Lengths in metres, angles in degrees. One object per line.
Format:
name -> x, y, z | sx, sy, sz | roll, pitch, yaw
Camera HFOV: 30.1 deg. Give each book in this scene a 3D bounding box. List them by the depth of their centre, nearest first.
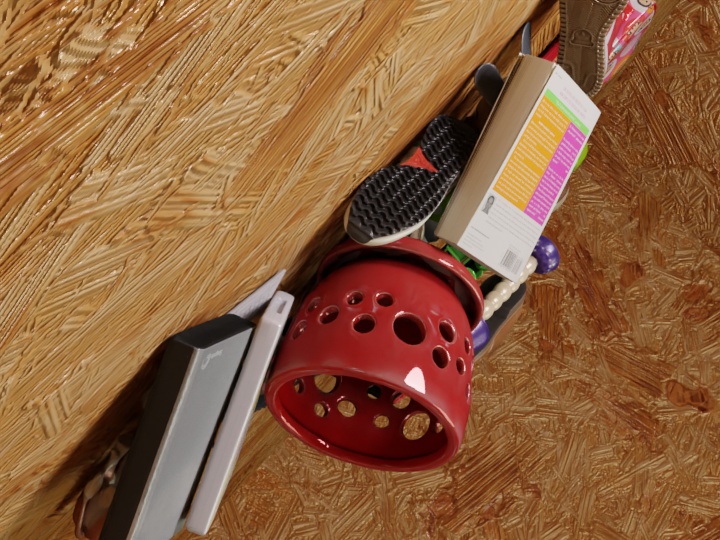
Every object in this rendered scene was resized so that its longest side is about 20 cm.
book -> 0.165, -0.098, 1.355 | 0.133, 0.048, 0.201 | 29, 87, -51

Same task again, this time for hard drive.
hard drive -> -0.153, 0.139, 1.116 | 0.140, 0.033, 0.201 | -22, 134, -74

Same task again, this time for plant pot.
plant pot -> 0.020, 0.078, 1.342 | 0.201, 0.199, 0.183 | 125, -16, -55

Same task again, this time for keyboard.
keyboard -> -0.127, 0.057, 1.195 | 0.056, 0.011, 0.200 | -52, 174, 37

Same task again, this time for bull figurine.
bull figurine -> -0.191, 0.176, 1.261 | 0.200, 0.065, 0.122 | -46, 171, -41

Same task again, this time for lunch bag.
lunch bag -> 0.302, -0.290, 1.768 | 0.200, 0.082, 0.176 | -48, 174, 1

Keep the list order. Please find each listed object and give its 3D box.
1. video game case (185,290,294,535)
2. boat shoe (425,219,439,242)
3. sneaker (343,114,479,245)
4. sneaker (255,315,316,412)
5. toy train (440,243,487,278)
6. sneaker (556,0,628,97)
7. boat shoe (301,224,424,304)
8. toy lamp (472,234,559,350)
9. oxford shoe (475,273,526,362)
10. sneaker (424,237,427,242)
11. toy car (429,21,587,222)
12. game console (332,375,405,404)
video game case -> -0.108, 0.125, 1.242 | 0.182, 0.023, 0.201 | -82, -167, -83
boat shoe -> 0.072, -0.069, 1.613 | 0.064, 0.071, 0.200 | -45, -178, -21
sneaker -> 0.046, -0.071, 1.339 | 0.200, 0.070, 0.094 | -47, 170, -38
sneaker -> -0.094, 0.091, 1.485 | 0.199, 0.082, 0.070 | -31, -148, 19
toy train -> 0.123, -0.015, 1.551 | 0.200, 0.056, 0.042 | -43, 178, 28
sneaker -> 0.247, -0.290, 1.402 | 0.201, 0.071, 0.113 | 95, 11, -50
boat shoe -> 0.000, 0.000, 1.480 | 0.200, 0.076, 0.072 | -53, 170, 32
toy lamp -> 0.151, 0.033, 1.511 | 0.200, 0.058, 0.058 | -39, 171, -37
oxford shoe -> 0.126, 0.086, 1.544 | 0.200, 0.071, 0.072 | -37, 143, -34
sneaker -> 0.009, 0.009, 1.564 | 0.200, 0.082, 0.074 | -51, 176, 41
toy car -> 0.150, -0.160, 1.440 | 0.164, 0.157, 0.201 | -48, 147, -33
game console -> 0.022, 0.068, 1.628 | 0.177, 0.199, 0.031 | -42, 135, -30
